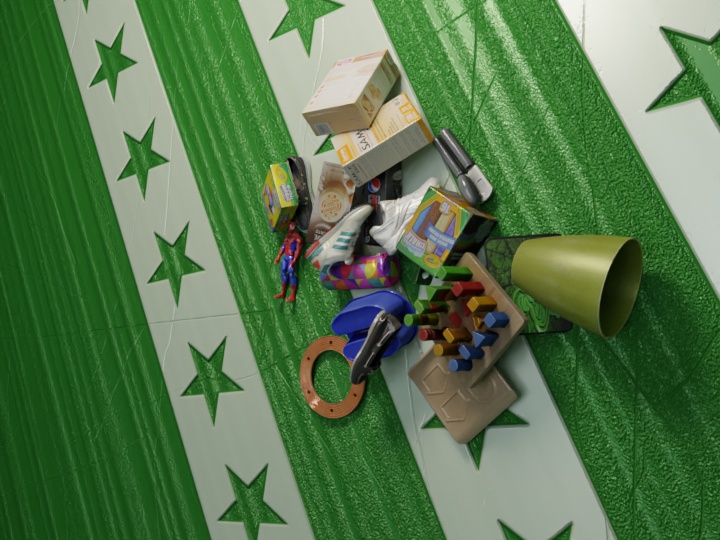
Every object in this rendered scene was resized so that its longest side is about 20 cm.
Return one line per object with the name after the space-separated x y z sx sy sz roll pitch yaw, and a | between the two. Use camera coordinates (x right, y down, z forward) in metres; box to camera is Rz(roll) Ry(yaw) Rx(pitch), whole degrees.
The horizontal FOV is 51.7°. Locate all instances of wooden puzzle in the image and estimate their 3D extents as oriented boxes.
0.218 0.240 1.584 0.200 0.046 0.185 51 121 21 | wooden puzzle

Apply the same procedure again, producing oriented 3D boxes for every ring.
-0.067 0.259 1.810 0.200 0.019 0.201 -3 86 37 | ring

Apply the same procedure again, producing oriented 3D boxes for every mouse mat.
0.335 0.028 1.484 0.161 0.008 0.200 -4 86 3 | mouse mat

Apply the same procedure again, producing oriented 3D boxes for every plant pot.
0.392 0.010 1.388 0.200 0.187 0.187 17 98 38 | plant pot

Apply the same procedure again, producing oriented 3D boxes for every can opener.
0.217 -0.226 1.600 0.053 0.066 0.200 -42 60 26 | can opener

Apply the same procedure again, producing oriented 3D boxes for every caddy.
0.034 0.125 1.693 0.200 0.105 0.141 -18 101 34 | caddy

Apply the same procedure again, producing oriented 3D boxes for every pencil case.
0.000 0.000 1.733 0.200 0.088 0.088 -7 84 35 | pencil case

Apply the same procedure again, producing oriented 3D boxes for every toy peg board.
0.193 0.100 1.482 0.199 0.098 0.200 55 128 34 | toy peg board

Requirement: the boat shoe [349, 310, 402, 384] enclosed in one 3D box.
0.032 0.180 1.611 0.057 0.067 0.200 32 119 20 | boat shoe

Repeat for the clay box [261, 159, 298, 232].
-0.200 -0.183 1.841 0.200 0.048 0.115 126 129 -67 | clay box

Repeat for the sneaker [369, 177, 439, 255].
0.095 -0.136 1.631 0.099 0.078 0.200 38 82 1 | sneaker

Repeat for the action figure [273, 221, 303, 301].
-0.182 -0.024 1.884 0.065 0.052 0.200 13 96 41 | action figure

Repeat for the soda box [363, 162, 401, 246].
0.051 -0.157 1.708 0.063 0.071 0.200 -1 87 36 | soda box

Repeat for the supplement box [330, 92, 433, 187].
0.045 -0.292 1.652 0.200 0.074 0.126 -31 42 8 | supplement box

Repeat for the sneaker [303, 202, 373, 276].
-0.031 -0.068 1.688 0.200 0.070 0.093 -40 93 13 | sneaker

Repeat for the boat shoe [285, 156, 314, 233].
-0.155 -0.192 1.869 0.069 0.057 0.200 -15 80 35 | boat shoe

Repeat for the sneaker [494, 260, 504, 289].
0.270 0.061 1.541 0.080 0.071 0.200 0 89 32 | sneaker

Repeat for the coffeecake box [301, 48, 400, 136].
-0.020 -0.408 1.704 0.153 0.073 0.200 -2 48 37 | coffeecake box

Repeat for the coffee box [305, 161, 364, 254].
-0.045 -0.148 1.773 0.114 0.080 0.200 18 98 34 | coffee box

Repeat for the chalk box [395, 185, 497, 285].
0.172 -0.060 1.585 0.124 0.125 0.200 40 109 30 | chalk box
